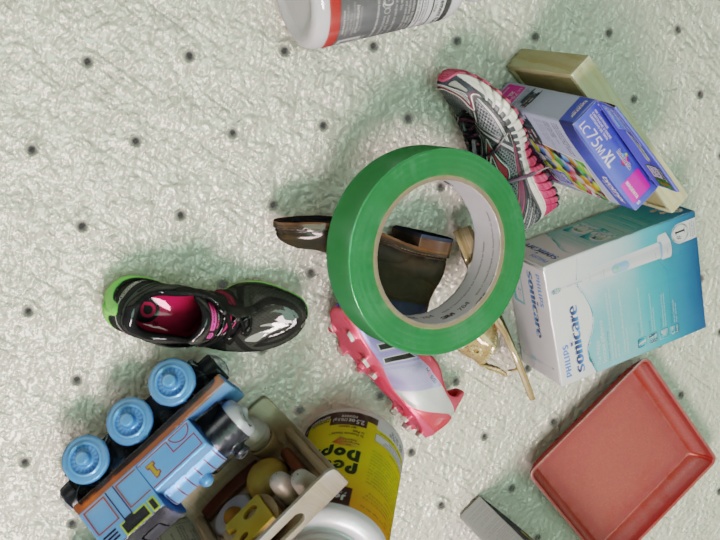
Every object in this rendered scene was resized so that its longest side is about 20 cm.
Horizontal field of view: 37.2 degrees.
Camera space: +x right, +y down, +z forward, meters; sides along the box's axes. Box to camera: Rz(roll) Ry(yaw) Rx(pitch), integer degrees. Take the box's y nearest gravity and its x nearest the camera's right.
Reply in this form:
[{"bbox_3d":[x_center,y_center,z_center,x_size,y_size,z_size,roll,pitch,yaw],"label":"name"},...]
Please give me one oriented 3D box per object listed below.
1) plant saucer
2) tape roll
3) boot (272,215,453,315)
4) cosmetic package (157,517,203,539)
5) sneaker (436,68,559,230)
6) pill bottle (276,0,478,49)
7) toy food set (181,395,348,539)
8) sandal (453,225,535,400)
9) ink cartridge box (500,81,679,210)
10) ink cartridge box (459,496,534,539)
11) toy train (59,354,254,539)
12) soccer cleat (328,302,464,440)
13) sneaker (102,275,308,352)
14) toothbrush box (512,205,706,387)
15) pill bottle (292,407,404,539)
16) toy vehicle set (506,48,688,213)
[{"bbox_3d":[0.313,0.231,1.296,0.200,0.037,0.200,-43,117,-8],"label":"plant saucer"},{"bbox_3d":[0.066,-0.020,1.033,0.200,0.048,0.201,-6,103,-29],"label":"tape roll"},{"bbox_3d":[0.000,0.000,1.073,0.200,0.075,0.097,7,98,-27],"label":"boot"},{"bbox_3d":[-0.180,0.304,1.062,0.200,0.104,0.073,-11,109,-20],"label":"cosmetic package"},{"bbox_3d":[0.133,-0.119,1.096,0.075,0.081,0.200,-38,116,-8],"label":"sneaker"},{"bbox_3d":[0.028,-0.280,0.985,0.200,0.116,0.116,-18,111,-19],"label":"pill bottle"},{"bbox_3d":[-0.106,0.204,1.010,0.144,0.200,0.060,-45,113,-7],"label":"toy food set"},{"bbox_3d":[0.122,0.056,1.155,0.070,0.078,0.212,-21,111,5],"label":"sandal"},{"bbox_3d":[0.216,-0.124,1.063,0.042,0.200,0.119,-46,116,-7],"label":"ink cartridge box"},{"bbox_3d":[0.225,0.359,1.200,0.047,0.200,0.198,-48,117,-4],"label":"ink cartridge box"},{"bbox_3d":[-0.188,0.171,1.008,0.200,0.087,0.114,-42,72,-6],"label":"toy train"},{"bbox_3d":[0.038,0.094,1.124,0.076,0.067,0.200,-45,119,-16],"label":"soccer cleat"},{"bbox_3d":[-0.142,0.050,1.018,0.200,0.084,0.077,2,104,-24],"label":"sneaker"},{"bbox_3d":[0.274,0.021,1.193,0.200,0.085,0.147,-21,112,-18],"label":"toothbrush box"},{"bbox_3d":[-0.021,0.234,1.048,0.109,0.200,0.109,4,122,7],"label":"pill bottle"},{"bbox_3d":[0.245,-0.146,1.113,0.027,0.124,0.200,-47,117,-6],"label":"toy vehicle set"}]
